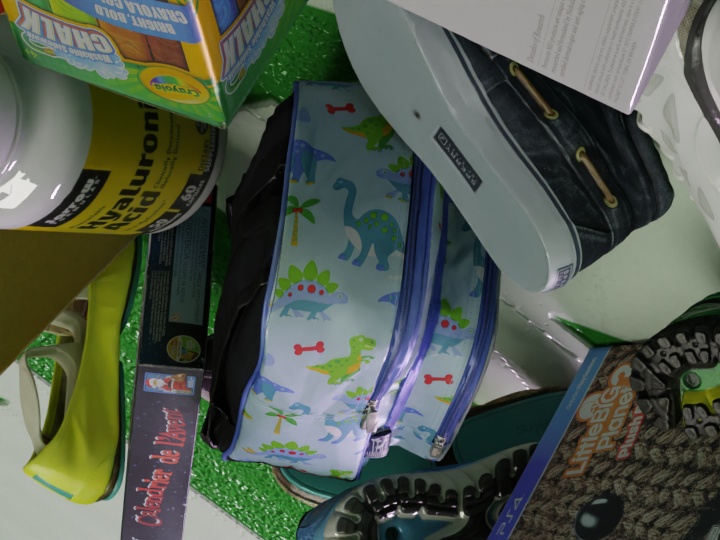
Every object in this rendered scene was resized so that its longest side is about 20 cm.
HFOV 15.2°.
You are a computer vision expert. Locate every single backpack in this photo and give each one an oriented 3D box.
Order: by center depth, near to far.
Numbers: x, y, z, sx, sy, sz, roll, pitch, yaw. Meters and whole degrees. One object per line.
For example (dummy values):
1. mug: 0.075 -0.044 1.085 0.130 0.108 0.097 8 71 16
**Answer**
1. backpack: 0.000 0.000 1.423 0.146 0.184 0.200 7 153 -4

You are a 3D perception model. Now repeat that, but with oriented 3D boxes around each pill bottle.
1. pill bottle: -0.166 -0.076 1.425 0.111 0.112 0.200 12 -175 31

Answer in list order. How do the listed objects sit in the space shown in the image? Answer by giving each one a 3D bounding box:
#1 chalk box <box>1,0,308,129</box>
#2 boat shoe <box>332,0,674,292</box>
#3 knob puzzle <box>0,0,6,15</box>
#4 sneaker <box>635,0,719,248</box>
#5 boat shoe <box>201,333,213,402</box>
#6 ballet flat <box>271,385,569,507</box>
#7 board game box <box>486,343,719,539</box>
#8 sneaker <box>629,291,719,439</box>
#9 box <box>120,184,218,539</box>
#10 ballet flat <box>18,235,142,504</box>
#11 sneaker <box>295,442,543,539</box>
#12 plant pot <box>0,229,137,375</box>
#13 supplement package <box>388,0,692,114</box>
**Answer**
1. chalk box: -0.097 -0.161 1.309 0.124 0.124 0.200 18 149 23
2. boat shoe: 0.068 -0.089 1.335 0.201 0.091 0.071 57 151 8
3. knob puzzle: -0.223 -0.210 1.444 0.219 0.030 0.220 19 139 18
4. sneaker: 0.158 -0.080 1.276 0.115 0.076 0.201 28 154 33
5. boat shoe: -0.031 0.041 1.628 0.199 0.072 0.065 -3 131 42
6. ballet flat: 0.049 0.112 1.600 0.199 0.071 0.071 -9 144 2
7. board game box: 0.188 0.124 1.455 0.200 0.160 0.097 -9 132 49
8. sneaker: 0.232 0.021 1.351 0.199 0.085 0.078 -12 112 33
9. box: -0.112 0.065 1.568 0.037 0.137 0.200 5 139 -5
10. ballet flat: -0.171 0.044 1.625 0.067 0.201 0.067 15 147 -22
11. sneaker: 0.051 0.137 1.533 0.199 0.079 0.090 1 176 -33
12. plant pot: -0.282 -0.057 1.592 0.195 0.194 0.201 4 130 40
13. supplement package: 0.058 -0.180 1.136 0.199 0.122 0.120 25 152 8
